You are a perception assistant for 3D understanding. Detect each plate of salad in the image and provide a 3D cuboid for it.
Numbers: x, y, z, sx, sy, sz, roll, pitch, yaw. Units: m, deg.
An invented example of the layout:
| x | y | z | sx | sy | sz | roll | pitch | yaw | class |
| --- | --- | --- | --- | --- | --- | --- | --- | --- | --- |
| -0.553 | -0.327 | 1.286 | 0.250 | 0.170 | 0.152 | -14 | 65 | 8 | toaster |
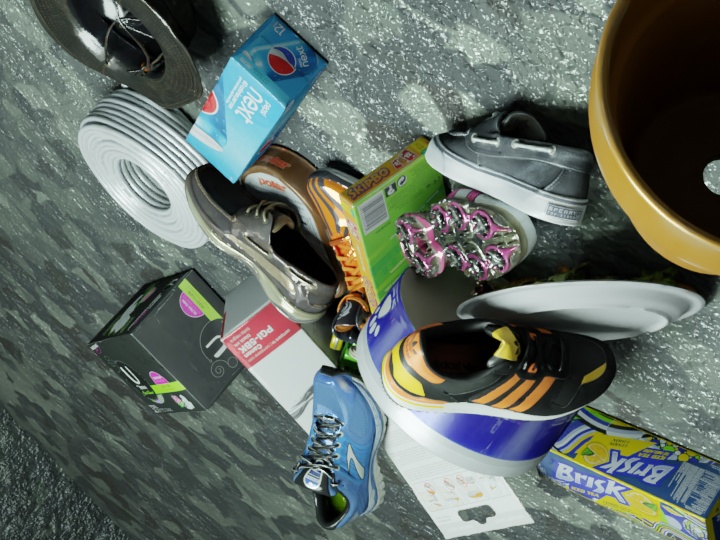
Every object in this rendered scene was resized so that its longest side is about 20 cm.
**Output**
| x | y | z | sx | sy | sz | roll | pitch | yaw | class |
| --- | --- | --- | --- | --- | --- | --- | --- | --- | --- |
| 0.178 | 0.022 | 1.119 | 0.200 | 0.048 | 0.200 | 0 | 167 | 0 | plate of salad |

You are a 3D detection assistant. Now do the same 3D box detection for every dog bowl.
| x | y | z | sx | sy | sz | roll | pitch | yaw | class |
| --- | --- | --- | --- | --- | --- | --- | --- | --- | --- |
| 0.101 | 0.082 | 1.224 | 0.200 | 0.200 | 0.079 | 37 | 120 | 8 | dog bowl |

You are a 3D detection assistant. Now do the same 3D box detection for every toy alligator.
| x | y | z | sx | sy | sz | roll | pitch | yaw | class |
| --- | --- | --- | --- | --- | --- | --- | --- | --- | --- |
| -0.004 | 0.088 | 1.452 | 0.059 | 0.054 | 0.200 | 16 | -170 | -1 | toy alligator |

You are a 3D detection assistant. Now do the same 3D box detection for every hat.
| x | y | z | sx | sy | sz | roll | pitch | yaw | class |
| --- | --- | --- | --- | --- | --- | --- | --- | --- | --- |
| -0.214 | -0.245 | 1.288 | 0.200 | 0.081 | 0.201 | 28 | 159 | 12 | hat |

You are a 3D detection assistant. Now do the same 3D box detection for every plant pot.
| x | y | z | sx | sy | sz | roll | pitch | yaw | class |
| --- | --- | --- | --- | --- | --- | --- | --- | --- | --- |
| 0.229 | -0.079 | 0.816 | 0.200 | 0.200 | 0.183 | 36 | 171 | 10 | plant pot |

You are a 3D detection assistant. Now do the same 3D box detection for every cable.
| x | y | z | sx | sy | sz | roll | pitch | yaw | class |
| --- | --- | --- | --- | --- | --- | --- | --- | --- | --- |
| -0.225 | -0.111 | 1.532 | 0.200 | 0.069 | 0.200 | 43 | 155 | -5 | cable |

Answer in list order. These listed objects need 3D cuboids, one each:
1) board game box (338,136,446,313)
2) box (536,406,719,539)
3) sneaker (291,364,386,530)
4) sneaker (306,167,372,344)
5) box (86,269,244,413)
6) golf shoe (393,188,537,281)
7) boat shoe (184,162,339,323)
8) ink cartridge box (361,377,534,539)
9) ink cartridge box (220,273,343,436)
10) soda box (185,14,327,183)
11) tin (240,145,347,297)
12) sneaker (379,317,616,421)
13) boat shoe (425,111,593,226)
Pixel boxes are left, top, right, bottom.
| x | y | z | sx | sy | sz | roll | pitch | yaw | class |
| --- | --- | --- | --- | --- | --- | --- | --- | --- | --- |
| 0.041 | -0.025 | 1.260 | 0.030 | 0.095 | 0.200 | 41 | 160 | 38 | board game box |
| 0.266 | 0.198 | 1.345 | 0.200 | 0.064 | 0.070 | 23 | 150 | 36 | box |
| -0.024 | 0.192 | 1.445 | 0.078 | 0.089 | 0.200 | 15 | 125 | 35 | sneaker |
| 0.000 | 0.000 | 1.340 | 0.200 | 0.112 | 0.078 | 48 | 154 | -15 | sneaker |
| -0.253 | 0.101 | 1.857 | 0.149 | 0.124 | 0.200 | 47 | 156 | -14 | box |
| 0.101 | -0.040 | 1.136 | 0.073 | 0.092 | 0.200 | 67 | 163 | -10 | golf shoe |
| -0.093 | -0.040 | 1.395 | 0.200 | 0.074 | 0.073 | 46 | 129 | 0 | boat shoe |
| 0.090 | 0.179 | 1.431 | 0.200 | 0.050 | 0.161 | 54 | 146 | -7 | ink cartridge box |
| -0.061 | 0.099 | 1.551 | 0.200 | 0.083 | 0.147 | 49 | -169 | -16 | ink cartridge box |
| -0.101 | -0.156 | 1.288 | 0.068 | 0.064 | 0.200 | 42 | 155 | -3 | soda box |
| -0.061 | -0.047 | 1.444 | 0.112 | 0.042 | 0.200 | 19 | 147 | 32 | tin |
| 0.121 | 0.074 | 1.086 | 0.200 | 0.070 | 0.090 | 1 | 158 | -15 | sneaker |
| 0.116 | -0.092 | 1.078 | 0.072 | 0.068 | 0.200 | 9 | -167 | -25 | boat shoe |
